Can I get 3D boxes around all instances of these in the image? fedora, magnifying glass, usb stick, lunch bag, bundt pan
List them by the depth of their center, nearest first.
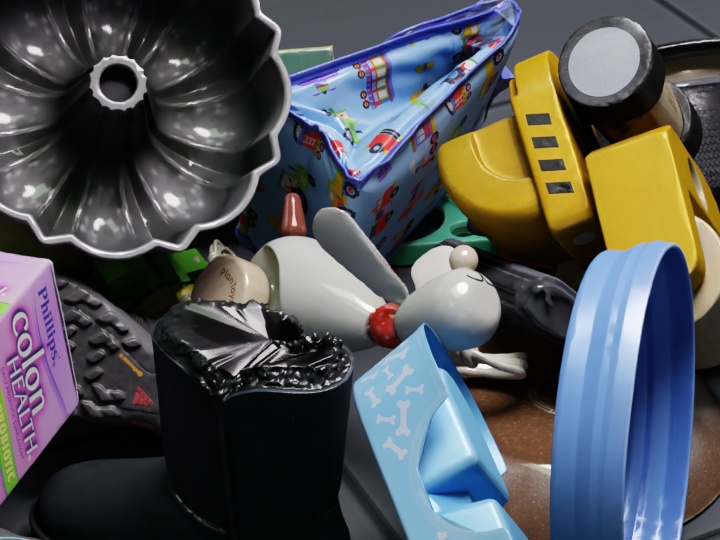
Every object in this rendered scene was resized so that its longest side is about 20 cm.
[{"bbox_3d":[-0.143,-0.097,1.150,0.200,0.204,0.076,-13,-8,-16],"label":"bundt pan"},{"bbox_3d":[0.087,0.012,1.195,0.055,0.033,0.200,31,-1,-16],"label":"usb stick"},{"bbox_3d":[0.029,-0.084,1.274,0.199,0.151,0.094,-34,67,-29],"label":"lunch bag"},{"bbox_3d":[0.211,-0.071,1.310,0.198,0.201,0.092,-5,64,-3],"label":"fedora"},{"bbox_3d":[0.077,-0.022,1.336,0.198,0.023,0.080,12,36,21],"label":"magnifying glass"}]

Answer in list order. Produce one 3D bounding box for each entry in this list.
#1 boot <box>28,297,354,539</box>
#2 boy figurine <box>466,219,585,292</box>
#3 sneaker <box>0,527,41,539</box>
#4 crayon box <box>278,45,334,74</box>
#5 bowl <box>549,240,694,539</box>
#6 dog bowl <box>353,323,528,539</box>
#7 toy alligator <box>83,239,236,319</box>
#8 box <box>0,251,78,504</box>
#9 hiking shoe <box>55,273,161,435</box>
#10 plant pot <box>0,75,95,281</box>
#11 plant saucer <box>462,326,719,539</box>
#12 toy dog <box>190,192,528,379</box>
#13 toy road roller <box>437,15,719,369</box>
[{"bbox_3d":[-0.090,0.087,1.037,0.198,0.169,0.076,12,35,23],"label":"boot"},{"bbox_3d":[0.168,-0.016,1.242,0.199,0.125,0.064,27,3,23],"label":"boy figurine"},{"bbox_3d":[-0.147,0.179,1.008,0.199,0.076,0.079,26,20,38],"label":"sneaker"},{"bbox_3d":[-0.117,-0.122,1.428,0.198,0.051,0.127,-4,-1,-1],"label":"crayon box"},{"bbox_3d":[0.131,0.086,0.992,0.039,0.202,0.201,3,32,18],"label":"bowl"},{"bbox_3d":[0.052,0.124,0.996,0.049,0.112,0.201,-27,59,6],"label":"dog bowl"},{"bbox_3d":[-0.131,0.010,1.248,0.059,0.054,0.200,53,15,8],"label":"toy alligator"},{"bbox_3d":[-0.270,0.075,1.011,0.174,0.097,0.200,8,37,20],"label":"box"},{"bbox_3d":[-0.137,0.057,1.148,0.199,0.076,0.101,25,-4,0],"label":"hiking shoe"},{"bbox_3d":[-0.247,-0.006,1.215,0.185,0.188,0.201,7,50,15],"label":"plant pot"},{"bbox_3d":[0.117,0.083,1.153,0.198,0.037,0.201,-3,33,2],"label":"plant saucer"},{"bbox_3d":[0.000,0.000,1.133,0.198,0.097,0.132,3,-11,25],"label":"toy dog"},{"bbox_3d":[0.132,-0.032,1.156,0.145,0.123,0.202,-22,64,17],"label":"toy road roller"}]
